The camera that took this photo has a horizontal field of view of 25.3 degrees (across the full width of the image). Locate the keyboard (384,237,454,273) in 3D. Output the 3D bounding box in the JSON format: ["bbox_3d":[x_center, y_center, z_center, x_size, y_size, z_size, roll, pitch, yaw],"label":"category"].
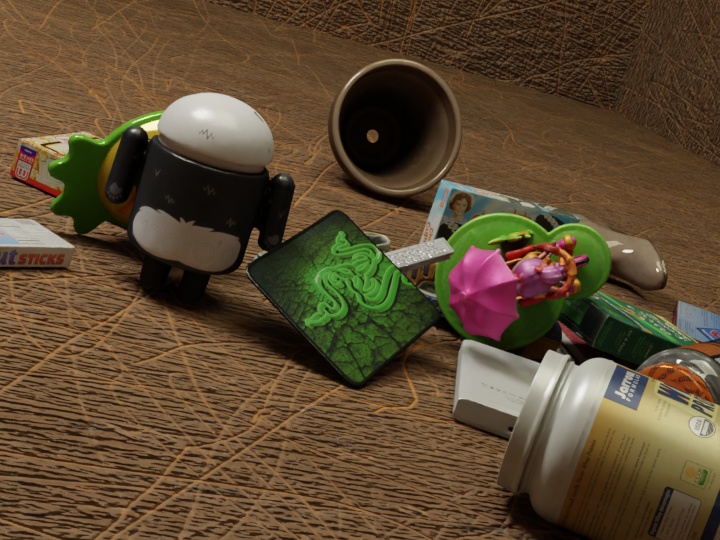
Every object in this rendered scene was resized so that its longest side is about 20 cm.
[{"bbox_3d":[0.000,0.000,1.700,0.197,0.011,0.056,-15,24,-5],"label":"keyboard"}]

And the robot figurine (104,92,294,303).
[{"bbox_3d":[-0.158,-0.074,1.580,0.149,0.202,0.124,5,19,-41],"label":"robot figurine"}]

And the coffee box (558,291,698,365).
[{"bbox_3d":[0.307,0.069,1.835,0.198,0.044,0.123,21,12,-34],"label":"coffee box"}]

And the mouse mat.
[{"bbox_3d":[-0.013,0.023,1.594,0.161,0.008,0.200,45,33,6],"label":"mouse mat"}]

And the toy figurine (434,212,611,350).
[{"bbox_3d":[0.166,0.015,1.680,0.197,0.152,0.184,-14,3,10],"label":"toy figurine"}]

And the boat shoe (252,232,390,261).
[{"bbox_3d":[-0.043,-0.016,1.794,0.072,0.063,0.199,29,18,35],"label":"boat shoe"}]

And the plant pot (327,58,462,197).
[{"bbox_3d":[0.039,-0.208,2.410,0.198,0.203,0.175,16,-3,-11],"label":"plant pot"}]

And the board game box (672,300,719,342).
[{"bbox_3d":[0.473,0.086,2.179,0.102,0.020,0.200,20,14,8],"label":"board game box"}]

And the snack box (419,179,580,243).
[{"bbox_3d":[0.173,-0.037,2.044,0.198,0.118,0.037,11,16,-27],"label":"snack box"}]

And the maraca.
[{"bbox_3d":[-0.226,-0.100,1.672,0.197,0.139,0.107,-10,32,-20],"label":"maraca"}]

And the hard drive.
[{"bbox_3d":[0.159,0.127,1.606,0.130,0.027,0.200,19,15,0],"label":"hard drive"}]

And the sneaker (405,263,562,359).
[{"bbox_3d":[0.140,0.036,1.824,0.198,0.076,0.088,26,7,8],"label":"sneaker"}]

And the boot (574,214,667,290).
[{"bbox_3d":[0.340,-0.027,2.320,0.144,0.071,0.200,7,17,-18],"label":"boot"}]

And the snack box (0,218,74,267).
[{"bbox_3d":[-0.364,-0.028,1.499,0.072,0.025,0.199,30,18,34],"label":"snack box"}]

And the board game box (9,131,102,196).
[{"bbox_3d":[-0.275,-0.100,1.834,0.198,0.047,0.151,24,15,16],"label":"board game box"}]

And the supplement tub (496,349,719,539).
[{"bbox_3d":[0.225,0.160,1.334,0.198,0.146,0.144,22,15,11],"label":"supplement tub"}]

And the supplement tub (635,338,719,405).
[{"bbox_3d":[0.343,0.135,1.619,0.122,0.124,0.199,27,17,30],"label":"supplement tub"}]

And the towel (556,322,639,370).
[{"bbox_3d":[0.310,0.102,1.906,0.198,0.023,0.144,12,18,-21],"label":"towel"}]
